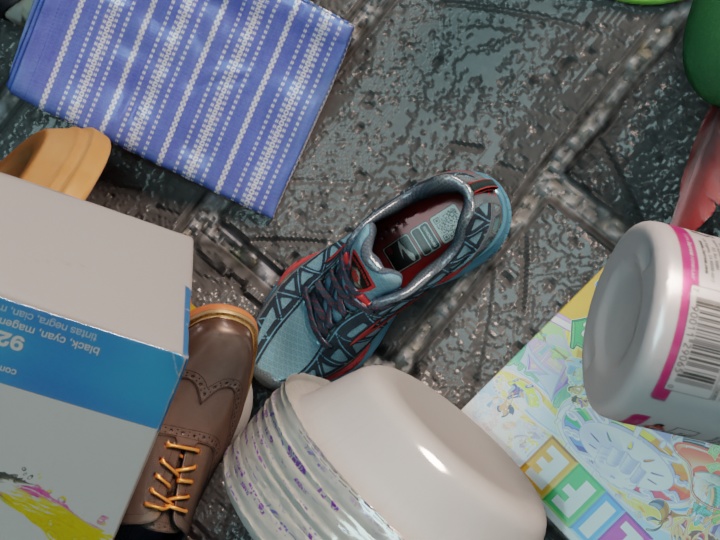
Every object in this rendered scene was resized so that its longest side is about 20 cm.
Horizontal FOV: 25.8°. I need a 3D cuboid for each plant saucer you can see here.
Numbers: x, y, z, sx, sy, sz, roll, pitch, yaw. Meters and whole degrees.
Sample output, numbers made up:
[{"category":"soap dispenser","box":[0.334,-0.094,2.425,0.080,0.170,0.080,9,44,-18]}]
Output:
[{"category":"plant saucer","box":[-0.236,-0.018,0.986,0.037,0.200,0.200,41,96,-19]}]

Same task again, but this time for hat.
[{"category":"hat","box":[0.195,-0.124,0.916,0.175,0.166,0.201,-24,52,19]}]

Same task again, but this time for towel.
[{"category":"towel","box":[-0.119,-0.137,1.016,0.199,0.024,0.145,25,108,0]}]

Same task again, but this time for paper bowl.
[{"category":"paper bowl","box":[0.026,0.133,0.904,0.201,0.201,0.104,42,99,13]}]

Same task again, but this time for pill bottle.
[{"category":"pill bottle","box":[0.236,0.049,0.886,0.199,0.113,0.114,14,88,-10]}]

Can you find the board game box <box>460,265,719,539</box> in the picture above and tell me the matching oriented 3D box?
[{"category":"board game box","box":[0.174,0.115,0.961,0.134,0.034,0.200,-46,78,6]}]

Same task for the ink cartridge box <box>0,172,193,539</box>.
[{"category":"ink cartridge box","box":[-0.187,0.073,0.817,0.144,0.147,0.201,19,111,-14]}]

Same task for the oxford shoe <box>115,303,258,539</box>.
[{"category":"oxford shoe","box":[-0.106,0.111,0.909,0.071,0.073,0.201,13,118,-23]}]

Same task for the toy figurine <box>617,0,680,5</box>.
[{"category":"toy figurine","box":[0.143,-0.244,0.922,0.199,0.184,0.151,-14,82,12]}]

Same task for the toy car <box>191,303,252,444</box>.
[{"category":"toy car","box":[-0.182,0.067,0.995,0.200,0.175,0.150,-43,41,13]}]

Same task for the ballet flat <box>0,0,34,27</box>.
[{"category":"ballet flat","box":[-0.182,-0.195,1.051,0.199,0.073,0.073,-18,82,8]}]

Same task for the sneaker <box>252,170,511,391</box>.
[{"category":"sneaker","box":[0.000,0.000,0.978,0.200,0.096,0.079,-40,78,7]}]
